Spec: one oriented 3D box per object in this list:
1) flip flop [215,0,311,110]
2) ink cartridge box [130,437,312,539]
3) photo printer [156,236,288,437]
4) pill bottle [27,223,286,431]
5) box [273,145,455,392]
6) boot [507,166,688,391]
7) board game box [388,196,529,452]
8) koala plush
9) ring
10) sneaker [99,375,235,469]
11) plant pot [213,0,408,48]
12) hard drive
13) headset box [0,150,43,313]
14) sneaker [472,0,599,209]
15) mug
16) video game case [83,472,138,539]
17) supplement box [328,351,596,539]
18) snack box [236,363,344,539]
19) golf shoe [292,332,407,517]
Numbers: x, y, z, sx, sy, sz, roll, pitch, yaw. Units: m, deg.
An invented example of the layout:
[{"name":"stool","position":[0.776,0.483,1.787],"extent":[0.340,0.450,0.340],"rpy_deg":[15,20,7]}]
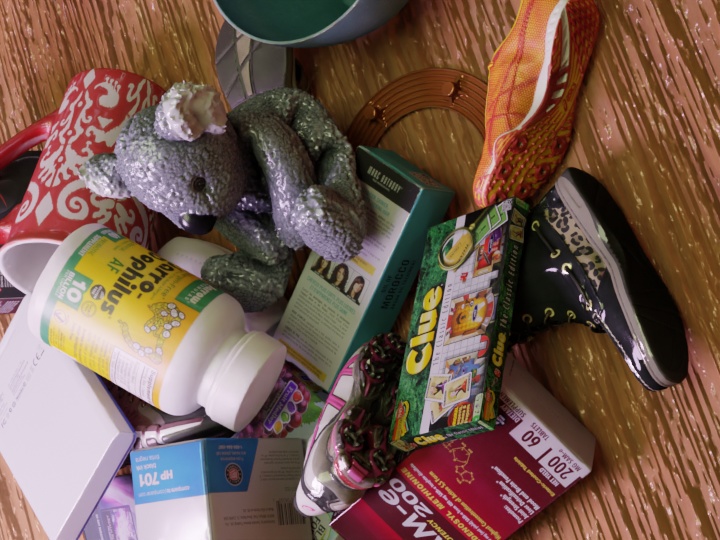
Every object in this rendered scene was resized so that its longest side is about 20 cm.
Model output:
[{"name":"flip flop","position":[-0.073,-0.155,1.689],"extent":[0.081,0.058,0.200],"rpy_deg":[-20,88,26]},{"name":"ink cartridge box","position":[-0.108,0.242,1.538],"extent":[0.086,0.146,0.200],"rpy_deg":[-10,80,31]},{"name":"photo printer","position":[-0.151,0.079,1.698],"extent":[0.166,0.069,0.200],"rpy_deg":[36,104,32]},{"name":"pill bottle","position":[-0.168,0.052,1.553],"extent":[0.200,0.113,0.113],"rpy_deg":[29,101,12]},{"name":"box","position":[0.000,0.000,1.596],"extent":[0.082,0.049,0.200],"rpy_deg":[36,110,34]},{"name":"boot","position":[0.165,0.038,1.487],"extent":[0.154,0.073,0.204],"rpy_deg":[-39,58,27]},{"name":"board game box","position":[0.079,0.043,1.483],"extent":[0.105,0.023,0.200],"rpy_deg":[-23,47,47]},{"name":"koala plush","position":[-0.124,-0.086,1.557],"extent":[0.177,0.200,0.184],"rpy_deg":[-32,55,43]},{"name":"ring","position":[0.054,-0.079,1.609],"extent":[0.200,0.019,0.201],"rpy_deg":[-4,82,33]},{"name":"sneaker","position":[-0.198,0.110,1.641],"extent":[0.200,0.076,0.116],"rpy_deg":[-16,75,32]},{"name":"plant pot","position":[-0.019,-0.282,1.614],"extent":[0.200,0.135,0.200],"rpy_deg":[-5,81,34]},{"name":"hard drive","position":[-0.278,0.131,1.656],"extent":[0.200,0.025,0.132],"rpy_deg":[50,118,40]},{"name":"headset box","position":[-0.352,-0.036,1.768],"extent":[0.075,0.200,0.149],"rpy_deg":[-30,65,61]},{"name":"sneaker","position":[0.137,-0.143,1.540],"extent":[0.077,0.073,0.200],"rpy_deg":[19,87,47]},{"name":"mug","position":[-0.263,-0.085,1.709],"extent":[0.133,0.177,0.200],"rpy_deg":[-37,34,56]},{"name":"video game case","position":[-0.190,0.254,1.685],"extent":[0.200,0.019,0.143],"rpy_deg":[-17,86,50]},{"name":"supplement box","position":[0.082,0.172,1.505],"extent":[0.109,0.061,0.200],"rpy_deg":[44,114,-8]},{"name":"snack box","position":[-0.060,0.204,1.631],"extent":[0.142,0.053,0.200],"rpy_deg":[39,106,30]},{"name":"golf shoe","position":[-0.005,0.124,1.533],"extent":[0.073,0.200,0.092],"rpy_deg":[44,125,-9]}]
